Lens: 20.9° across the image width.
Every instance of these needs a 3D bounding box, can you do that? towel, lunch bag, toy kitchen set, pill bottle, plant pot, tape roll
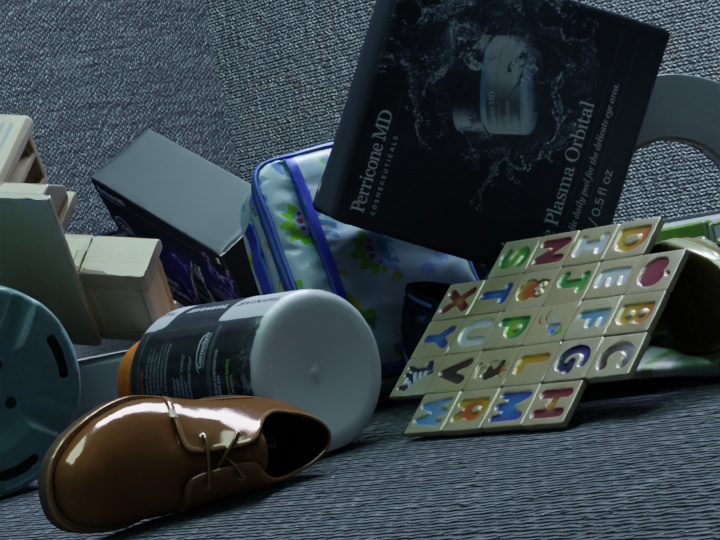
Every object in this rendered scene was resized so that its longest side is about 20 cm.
[{"bbox_3d":[0.177,0.062,1.306,0.199,0.023,0.152,-8,5,34],"label":"towel"},{"bbox_3d":[0.000,0.000,1.483,0.160,0.201,0.082,-11,-22,-20],"label":"lunch bag"},{"bbox_3d":[-0.244,-0.063,1.566,0.199,0.163,0.181,4,48,15],"label":"toy kitchen set"},{"bbox_3d":[-0.085,0.072,1.300,0.106,0.107,0.200,-13,3,-38],"label":"pill bottle"},{"bbox_3d":[-0.315,0.081,1.414,0.200,0.201,0.196,-13,11,-37],"label":"plant pot"},{"bbox_3d":[0.238,-0.050,1.503,0.200,0.201,0.066,-11,1,4],"label":"tape roll"}]

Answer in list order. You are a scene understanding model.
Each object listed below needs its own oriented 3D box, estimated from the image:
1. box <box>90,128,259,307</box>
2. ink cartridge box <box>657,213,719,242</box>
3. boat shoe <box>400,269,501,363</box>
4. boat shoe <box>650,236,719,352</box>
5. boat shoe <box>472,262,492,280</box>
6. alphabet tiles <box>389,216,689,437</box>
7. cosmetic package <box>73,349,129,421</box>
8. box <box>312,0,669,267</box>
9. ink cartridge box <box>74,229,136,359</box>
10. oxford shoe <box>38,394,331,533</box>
[{"bbox_3d":[-0.131,-0.023,1.710,0.079,0.141,0.200,-40,43,-21],"label":"box"},{"bbox_3d":[0.303,-0.010,1.793,0.147,0.076,0.200,-11,1,36],"label":"ink cartridge box"},{"bbox_3d":[0.097,0.029,1.324,0.200,0.069,0.084,-8,6,39],"label":"boat shoe"},{"bbox_3d":[0.219,0.012,1.247,0.063,0.073,0.201,-17,-2,-11],"label":"boat shoe"},{"bbox_3d":[0.138,-0.006,1.572,0.199,0.066,0.075,23,37,-1],"label":"boat shoe"},{"bbox_3d":[0.108,0.036,1.215,0.200,0.006,0.167,-9,41,46],"label":"alphabet tiles"},{"bbox_3d":[-0.165,0.097,1.550,0.199,0.072,0.101,-11,2,16],"label":"cosmetic package"},{"bbox_3d":[0.091,-0.106,1.401,0.199,0.197,0.117,16,4,-9],"label":"box"},{"bbox_3d":[-0.262,0.044,1.715,0.136,0.201,0.076,-13,3,-44],"label":"ink cartridge box"},{"bbox_3d":[-0.095,0.102,1.096,0.071,0.072,0.200,-3,6,40],"label":"oxford shoe"}]
